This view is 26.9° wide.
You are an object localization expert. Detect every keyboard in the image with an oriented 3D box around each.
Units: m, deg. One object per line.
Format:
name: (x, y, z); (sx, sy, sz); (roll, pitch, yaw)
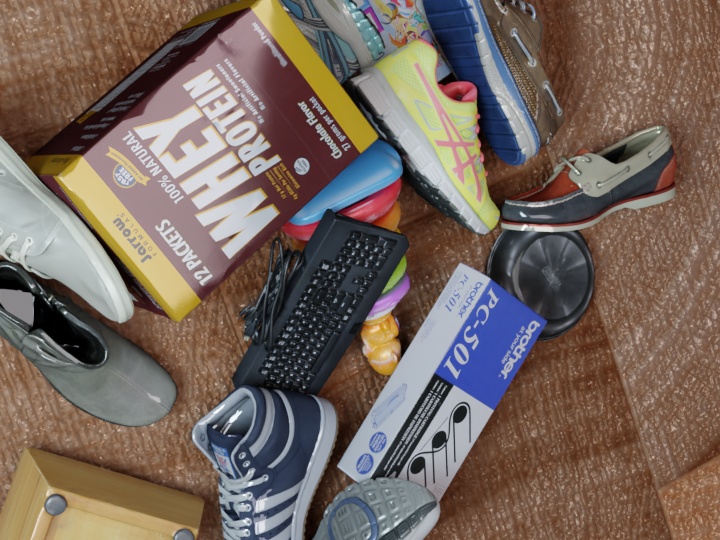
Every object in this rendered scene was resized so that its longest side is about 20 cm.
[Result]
keyboard: (-0.044, 0.042, 1.197); (0.103, 0.040, 0.201); (15, 125, -22)

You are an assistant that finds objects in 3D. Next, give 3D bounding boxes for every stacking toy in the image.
stacking toy: (0.000, 0.000, 1.250); (0.109, 0.116, 0.202); (-26, 114, -17)

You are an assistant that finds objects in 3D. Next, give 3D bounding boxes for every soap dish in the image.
soap dish: (-0.218, 0.256, 1.172); (0.156, 0.081, 0.202); (21, 86, -23)

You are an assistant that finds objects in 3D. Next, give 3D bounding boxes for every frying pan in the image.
frying pan: (0.134, 0.017, 1.340); (0.188, 0.031, 0.116); (-19, 99, -24)

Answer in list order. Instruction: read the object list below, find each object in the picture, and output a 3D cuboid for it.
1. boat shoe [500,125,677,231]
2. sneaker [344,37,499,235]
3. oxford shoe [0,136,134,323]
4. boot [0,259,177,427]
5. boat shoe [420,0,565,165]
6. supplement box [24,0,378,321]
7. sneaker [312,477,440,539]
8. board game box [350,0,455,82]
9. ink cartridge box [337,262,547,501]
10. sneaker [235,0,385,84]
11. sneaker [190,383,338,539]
boat shoe: (0.203, -0.079, 1.333); (0.198, 0.071, 0.063); (-17, 112, -31)
sneaker: (0.074, -0.110, 1.254); (0.090, 0.078, 0.200); (-46, 130, -8)
oxford shoe: (-0.234, -0.028, 1.057); (0.200, 0.075, 0.058); (43, 65, 14)
boot: (-0.212, 0.063, 1.135); (0.199, 0.130, 0.068); (38, 79, -21)
boat shoe: (0.112, -0.191, 1.261); (0.072, 0.072, 0.201); (-35, 116, -22)
supplement box: (-0.129, -0.085, 1.126); (0.200, 0.197, 0.133); (-43, 108, -14)
sneaker: (-0.003, 0.240, 1.242); (0.087, 0.075, 0.200); (27, 124, -36)
board game box: (0.019, -0.249, 1.268); (0.134, 0.034, 0.201); (-36, 106, -17)
ink cartridge box: (0.071, 0.103, 1.277); (0.094, 0.044, 0.201); (32, 88, -44)
sneaker: (-0.067, -0.211, 1.167); (0.086, 0.078, 0.200); (-46, 121, 0)
sneaker: (-0.093, 0.188, 1.210); (0.108, 0.070, 0.202); (23, 81, -44)
